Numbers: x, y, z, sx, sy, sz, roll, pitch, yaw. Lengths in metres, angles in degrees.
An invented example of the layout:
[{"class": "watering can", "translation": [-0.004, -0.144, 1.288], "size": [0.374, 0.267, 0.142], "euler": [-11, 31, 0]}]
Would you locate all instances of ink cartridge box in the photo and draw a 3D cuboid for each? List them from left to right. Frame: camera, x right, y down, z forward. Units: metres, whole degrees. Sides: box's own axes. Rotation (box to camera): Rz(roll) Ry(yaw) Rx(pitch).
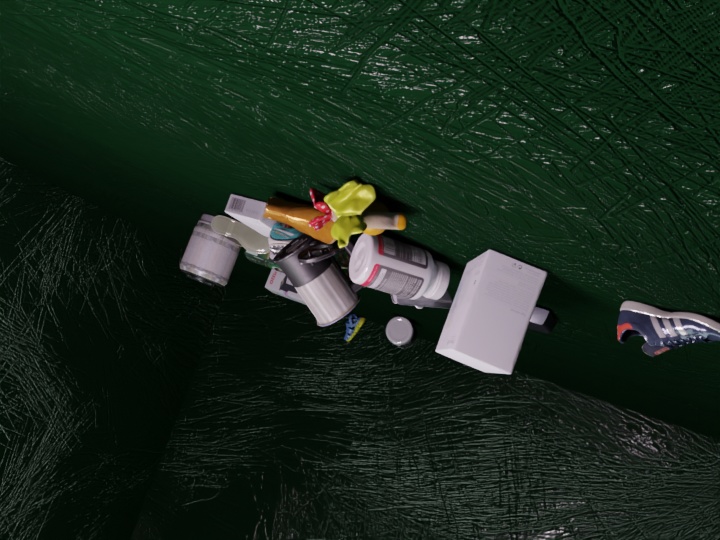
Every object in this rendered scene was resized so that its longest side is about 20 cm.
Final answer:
[{"class": "ink cartridge box", "translation": [-0.235, -0.124, 1.789], "size": [0.108, 0.051, 0.200], "euler": [16, 172, 27]}, {"class": "ink cartridge box", "translation": [-0.189, 0.026, 2.332], "size": [0.198, 0.147, 0.083], "euler": [17, 171, 20]}]

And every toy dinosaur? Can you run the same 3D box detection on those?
[{"class": "toy dinosaur", "translation": [-0.017, 0.001, 1.702], "size": [0.101, 0.199, 0.058], "euler": [54, 180, 8]}]

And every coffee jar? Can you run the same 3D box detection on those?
[{"class": "coffee jar", "translation": [-0.253, -0.043, 2.253], "size": [0.198, 0.086, 0.104], "euler": [20, 169, 13]}]

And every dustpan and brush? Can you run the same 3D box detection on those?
[{"class": "dustpan and brush", "translation": [0.126, 0.028, 1.642], "size": [0.138, 0.201, 0.058], "euler": [5, 133, -14]}]

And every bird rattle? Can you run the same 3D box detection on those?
[{"class": "bird rattle", "translation": [-0.005, -0.089, 1.265], "size": [0.161, 0.114, 0.200], "euler": [6, 179, -13]}]

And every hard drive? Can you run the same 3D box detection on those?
[{"class": "hard drive", "translation": [0.369, 0.100, 1.755], "size": [0.199, 0.043, 0.135], "euler": [17, 171, 28]}]

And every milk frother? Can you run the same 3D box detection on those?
[{"class": "milk frother", "translation": [-0.078, 0.019, 1.580], "size": [0.189, 0.180, 0.200], "euler": [55, -162, -16]}]

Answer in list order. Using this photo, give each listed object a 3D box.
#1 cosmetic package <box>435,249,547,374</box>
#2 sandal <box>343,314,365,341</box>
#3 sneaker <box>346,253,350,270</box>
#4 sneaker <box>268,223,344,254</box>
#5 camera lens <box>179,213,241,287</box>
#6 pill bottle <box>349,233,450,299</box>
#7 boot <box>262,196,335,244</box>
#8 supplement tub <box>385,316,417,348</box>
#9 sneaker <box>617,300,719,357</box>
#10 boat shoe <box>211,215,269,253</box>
[{"class": "cosmetic package", "translation": [0.245, 0.084, 1.391], "size": [0.122, 0.202, 0.199], "euler": [20, 172, -1]}, {"class": "sandal", "translation": [-0.046, 0.306, 3.947], "size": [0.087, 0.201, 0.080], "euler": [35, -143, 4]}, {"class": "sneaker", "translation": [0.000, 0.000, 1.831], "size": [0.078, 0.078, 0.200], "euler": [21, -179, 9]}, {"class": "sneaker", "translation": [-0.118, -0.079, 1.706], "size": [0.198, 0.080, 0.078], "euler": [3, 156, -5]}, {"class": "camera lens", "translation": [-0.469, -0.058, 2.286], "size": [0.159, 0.202, 0.160], "euler": [20, 173, 3]}, {"class": "pill bottle", "translation": [0.085, -0.003, 1.519], "size": [0.198, 0.112, 0.111], "euler": [17, 174, -22]}, {"class": "boot", "translation": [-0.127, -0.108, 1.495], "size": [0.143, 0.071, 0.201], "euler": [15, -178, -19]}, {"class": "supplement tub", "translation": [0.182, 0.272, 3.135], "size": [0.122, 0.124, 0.200], "euler": [18, 171, 15]}, {"class": "sneaker", "translation": [0.541, 0.115, 1.253], "size": [0.075, 0.085, 0.199], "euler": [27, 170, -41]}, {"class": "boat shoe", "translation": [-0.344, -0.105, 2.142], "size": [0.200, 0.072, 0.061], "euler": [27, 178, 11]}]
